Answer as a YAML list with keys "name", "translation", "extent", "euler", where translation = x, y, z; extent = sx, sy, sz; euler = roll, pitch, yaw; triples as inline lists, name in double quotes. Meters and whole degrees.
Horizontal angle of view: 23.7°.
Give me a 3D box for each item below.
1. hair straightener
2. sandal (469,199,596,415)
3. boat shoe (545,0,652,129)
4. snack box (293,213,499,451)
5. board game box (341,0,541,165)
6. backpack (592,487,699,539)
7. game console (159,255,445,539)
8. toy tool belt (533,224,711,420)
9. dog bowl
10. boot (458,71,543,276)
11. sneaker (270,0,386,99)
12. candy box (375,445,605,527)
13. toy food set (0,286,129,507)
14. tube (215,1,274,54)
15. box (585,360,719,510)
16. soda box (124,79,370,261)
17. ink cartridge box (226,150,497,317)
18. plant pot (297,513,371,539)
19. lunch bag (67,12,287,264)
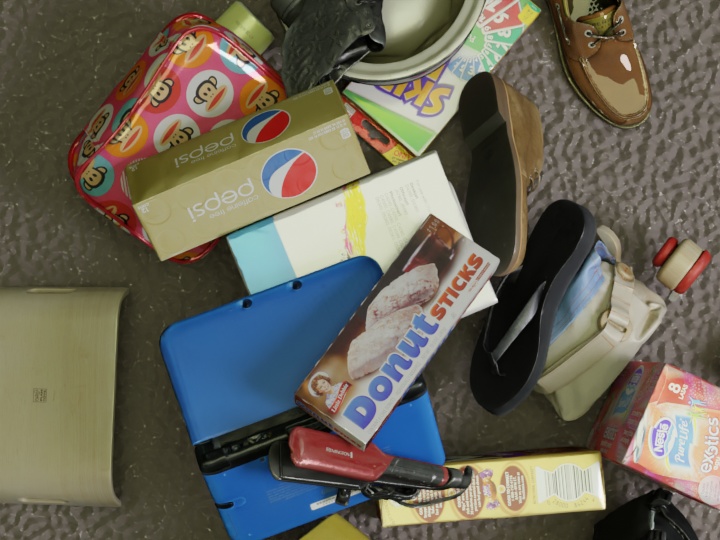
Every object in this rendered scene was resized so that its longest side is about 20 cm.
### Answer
- name: "hair straightener"
  translation: [0.009, 0.167, 1.425]
  extent: [0.199, 0.077, 0.041]
  euler: [9, 61, -33]
- name: "sandal"
  translation: [0.142, 0.029, 1.521]
  extent: [0.043, 0.076, 0.201]
  euler: [18, 95, -41]
- name: "boat shoe"
  translation: [0.215, -0.225, 1.593]
  extent: [0.072, 0.068, 0.201]
  euler: [-27, 89, -4]
- name: "snack box"
  translation: [0.031, 0.048, 1.400]
  extent: [0.072, 0.024, 0.200]
  euler: [34, 67, 9]
- name: "board game box"
  translation: [0.070, -0.197, 1.609]
  extent: [0.095, 0.030, 0.200]
  euler: [40, 89, 1]
- name: "backpack"
  translation: [0.273, 0.321, 1.513]
  extent: [0.150, 0.178, 0.200]
  euler: [-40, 98, 22]
- name: "game console"
  translation: [-0.047, 0.111, 1.453]
  extent: [0.199, 0.171, 0.119]
  euler: [-19, 43, -3]
- name: "toy tool belt"
  translation: [0.208, 0.026, 1.549]
  extent: [0.123, 0.125, 0.200]
  euler: [39, 106, 7]
- name: "dog bowl"
  translation: [0.022, -0.258, 1.569]
  extent: [0.198, 0.074, 0.202]
  euler: [-2, 79, 8]
- name: "boot"
  translation: [0.139, -0.083, 1.553]
  extent: [0.075, 0.073, 0.201]
  euler: [20, 57, -35]
- name: "sneaker"
  translation: [0.000, -0.234, 1.502]
  extent: [0.199, 0.060, 0.105]
  euler: [-37, 74, 5]
- name: "candy box"
  translation: [0.112, 0.193, 1.543]
  extent: [0.198, 0.117, 0.057]
  euler: [-6, 86, -2]
- name: "toy food set"
  translation: [-0.284, 0.114, 1.572]
  extent: [0.142, 0.060, 0.202]
  euler: [1, 86, 10]
- name: "tube"
  translation: [-0.164, -0.160, 1.590]
  extent: [0.200, 0.052, 0.058]
  euler: [-46, 51, 1]
- name: "box"
  translation: [0.274, 0.141, 1.509]
  extent: [0.102, 0.200, 0.095]
  euler: [24, 87, 1]
- name: "soda box"
  translation: [-0.098, -0.086, 1.473]
  extent: [0.199, 0.064, 0.068]
  euler: [-23, 128, 1]
- name: "ink cartridge box"
  translation: [0.000, 0.000, 1.534]
  extent: [0.199, 0.147, 0.147]
  euler: [-23, 90, -2]
- name: "plant pot"
  translation: [-0.019, 0.327, 1.504]
  extent: [0.199, 0.200, 0.177]
  euler: [-36, 77, -3]
- name: "lunch bag"
  translation: [-0.145, -0.111, 1.544]
  extent: [0.176, 0.082, 0.200]
  euler: [38, 95, -26]
